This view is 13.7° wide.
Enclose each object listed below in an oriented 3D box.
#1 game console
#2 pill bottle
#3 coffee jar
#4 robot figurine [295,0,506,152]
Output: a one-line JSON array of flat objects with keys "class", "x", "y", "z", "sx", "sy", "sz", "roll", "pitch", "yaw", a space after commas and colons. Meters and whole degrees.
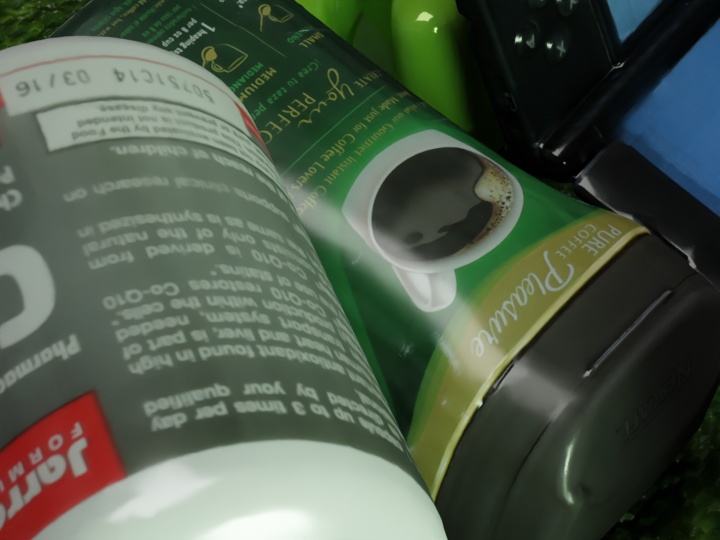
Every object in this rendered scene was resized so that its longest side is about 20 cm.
[{"class": "game console", "x": 0.135, "y": -0.102, "z": 0.871, "sx": 0.116, "sy": 0.177, "sz": 0.200, "roll": 18, "pitch": 53, "yaw": 40}, {"class": "pill bottle", "x": -0.046, "y": 0.050, "z": 0.683, "sx": 0.113, "sy": 0.114, "sz": 0.201, "roll": -20, "pitch": 48, "yaw": -6}, {"class": "coffee jar", "x": 0.000, "y": 0.000, "z": 0.823, "sx": 0.199, "sy": 0.086, "sz": 0.104, "roll": 35, "pitch": 50, "yaw": 17}, {"class": "robot figurine", "x": 0.008, "y": -0.109, "z": 0.968, "sx": 0.174, "sy": 0.116, "sz": 0.201, "roll": -7, "pitch": 40, "yaw": 8}]
